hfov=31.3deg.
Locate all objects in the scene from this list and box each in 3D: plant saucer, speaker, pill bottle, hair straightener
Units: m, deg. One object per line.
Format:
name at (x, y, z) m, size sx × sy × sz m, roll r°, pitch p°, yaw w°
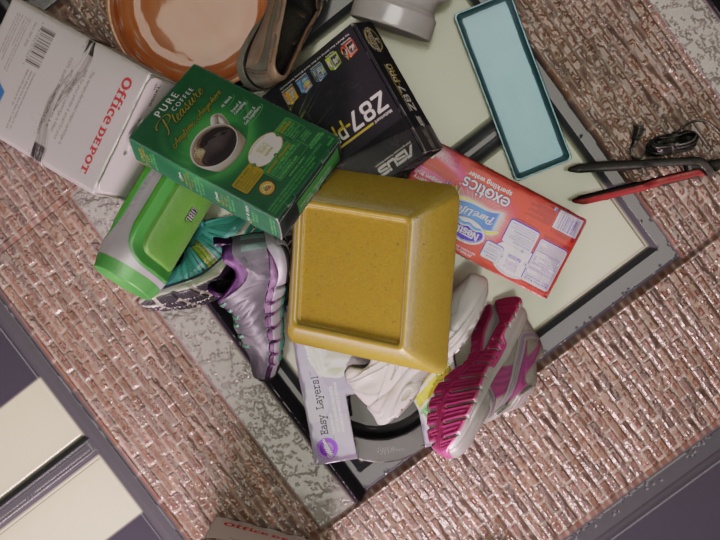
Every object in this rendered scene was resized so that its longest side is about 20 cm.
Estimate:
plant saucer at (0.000, 0.000, 1.358) m, size 0.198 × 0.048 × 0.202 m, roll 10°, pitch 103°, yaw 28°
speaker at (-0.213, -0.071, 1.427) m, size 0.088 × 0.088 × 0.201 m, roll 29°, pitch 78°, yaw -1°
plant saucer at (0.172, -0.207, 1.455) m, size 0.069 × 0.019 × 0.202 m, roll -21°, pitch 93°, yaw 4°
plant saucer at (-0.186, -0.302, 1.452) m, size 0.198 × 0.037 × 0.202 m, roll 0°, pitch 96°, yaw 2°
pill bottle at (0.061, -0.359, 1.396) m, size 0.115 × 0.116 × 0.202 m, roll 17°, pitch 96°, yaw 1°
hair straightener at (0.329, -0.130, 1.443) m, size 0.198 × 0.041 × 0.078 m, roll -11°, pitch 95°, yaw 4°

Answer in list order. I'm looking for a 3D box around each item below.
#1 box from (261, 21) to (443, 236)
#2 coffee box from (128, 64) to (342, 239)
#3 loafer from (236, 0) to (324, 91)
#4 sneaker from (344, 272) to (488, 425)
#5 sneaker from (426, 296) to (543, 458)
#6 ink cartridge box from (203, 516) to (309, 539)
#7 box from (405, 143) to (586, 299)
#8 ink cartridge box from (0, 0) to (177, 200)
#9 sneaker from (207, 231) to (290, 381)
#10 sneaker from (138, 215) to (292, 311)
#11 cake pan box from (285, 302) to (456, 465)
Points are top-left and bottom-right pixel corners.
box at (-0.029, -0.148, 1.404) m, size 0.199 × 0.049 × 0.162 m, roll -32°, pitch 84°, yaw 31°
coffee box at (-0.132, -0.129, 1.363) m, size 0.199 × 0.044 × 0.123 m, roll 27°, pitch 65°, yaw 18°
loafer at (-0.070, -0.287, 1.406) m, size 0.072 × 0.063 × 0.202 m, roll 31°, pitch 73°, yaw -37°
sneaker at (0.057, 0.070, 1.410) m, size 0.099 × 0.078 × 0.200 m, roll 41°, pitch 95°, yaw 2°
sneaker at (0.149, 0.130, 1.428) m, size 0.088 × 0.081 × 0.201 m, roll 43°, pitch 66°, yaw -23°
ink cartridge box at (-0.119, 0.359, 1.432) m, size 0.143 × 0.200 × 0.085 m, roll 14°, pitch 99°, yaw 1°
box at (0.139, -0.060, 1.431) m, size 0.199 × 0.095 × 0.100 m, roll 27°, pitch 95°, yaw 0°
ink cartridge box at (-0.317, -0.187, 1.417) m, size 0.199 × 0.084 × 0.146 m, roll 30°, pitch 97°, yaw 18°
sneaker at (-0.129, 0.038, 1.433) m, size 0.087 × 0.075 × 0.202 m, roll -2°, pitch 124°, yaw -13°
sneaker at (-0.168, -0.017, 1.472) m, size 0.199 × 0.078 × 0.080 m, roll -31°, pitch 73°, yaw 1°
cake pan box at (0.020, 0.117, 1.477) m, size 0.182 × 0.052 × 0.202 m, roll -9°, pitch 95°, yaw 5°
